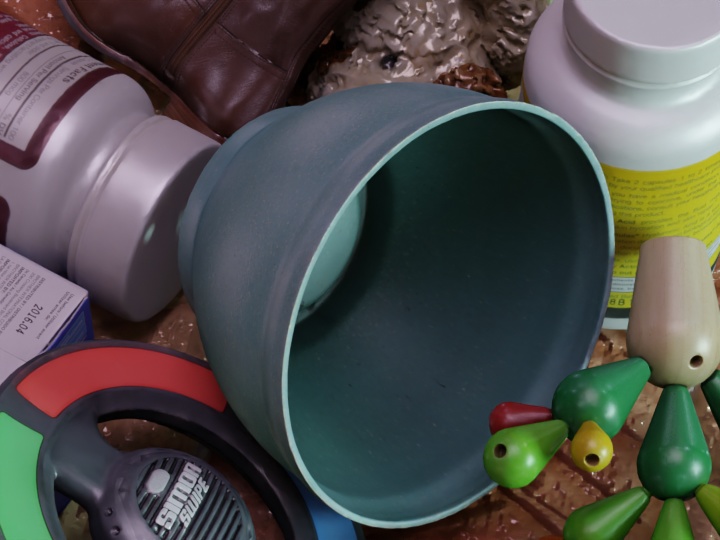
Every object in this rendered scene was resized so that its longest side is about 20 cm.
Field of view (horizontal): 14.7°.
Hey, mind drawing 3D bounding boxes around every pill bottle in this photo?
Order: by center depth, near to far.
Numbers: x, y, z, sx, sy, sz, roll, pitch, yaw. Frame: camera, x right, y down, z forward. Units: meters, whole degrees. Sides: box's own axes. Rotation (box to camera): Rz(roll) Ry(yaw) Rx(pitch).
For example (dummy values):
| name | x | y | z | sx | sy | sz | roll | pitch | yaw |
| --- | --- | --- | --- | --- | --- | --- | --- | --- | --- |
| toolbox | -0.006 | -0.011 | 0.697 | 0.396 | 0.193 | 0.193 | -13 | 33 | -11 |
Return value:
| name | x | y | z | sx | sy | sz | roll | pitch | yaw |
| --- | --- | --- | --- | --- | --- | --- | --- | --- | --- |
| pill bottle | 0.129 | -0.071 | 1.328 | 0.110 | 0.201 | 0.112 | 1 | 55 | -2 |
| pill bottle | -0.171 | -0.061 | 1.363 | 0.199 | 0.114 | 0.114 | 28 | 58 | 16 |

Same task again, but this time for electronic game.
| name | x | y | z | sx | sy | sz | roll | pitch | yaw |
| --- | --- | --- | --- | --- | --- | --- | --- | --- | --- |
| electronic game | -0.083 | 0.114 | 1.242 | 0.199 | 0.042 | 0.201 | 21 | 42 | -21 |

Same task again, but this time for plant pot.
| name | x | y | z | sx | sy | sz | roll | pitch | yaw |
| --- | --- | --- | --- | --- | --- | --- | --- | --- | --- |
| plant pot | 0.000 | 0.000 | 1.281 | 0.200 | 0.201 | 0.134 | -37 | 41 | -25 |

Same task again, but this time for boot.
| name | x | y | z | sx | sy | sz | roll | pitch | yaw |
| --- | --- | --- | --- | --- | --- | --- | --- | --- | --- |
| boot | -0.057 | -0.175 | 1.397 | 0.064 | 0.200 | 0.187 | -1 | 42 | -53 |

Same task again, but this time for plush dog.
| name | x | y | z | sx | sy | sz | roll | pitch | yaw |
| --- | --- | --- | --- | --- | --- | --- | --- | --- | --- |
| plush dog | 0.039 | -0.121 | 1.418 | 0.172 | 0.161 | 0.200 | -51 | 36 | -16 |

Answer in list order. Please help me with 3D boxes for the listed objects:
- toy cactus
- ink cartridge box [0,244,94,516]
| name | x | y | z | sx | sy | sz | roll | pitch | yaw |
| --- | --- | --- | --- | --- | --- | --- | --- | --- | --- |
| toy cactus | 0.144 | 0.070 | 1.284 | 0.199 | 0.102 | 0.166 | 7 | 72 | -15 |
| ink cartridge box | -0.215 | 0.047 | 1.307 | 0.199 | 0.077 | 0.137 | 26 | 58 | 18 |
